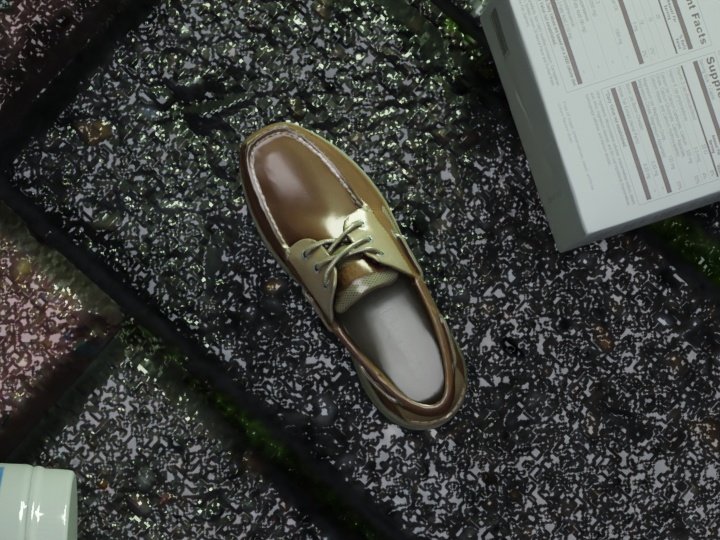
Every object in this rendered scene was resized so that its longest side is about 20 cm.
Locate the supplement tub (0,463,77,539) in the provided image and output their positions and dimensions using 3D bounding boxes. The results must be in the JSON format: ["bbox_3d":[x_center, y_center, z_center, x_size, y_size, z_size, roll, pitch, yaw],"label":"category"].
[{"bbox_3d":[-0.260,0.170,1.664,0.199,0.132,0.132,1,88,-3],"label":"supplement tub"}]

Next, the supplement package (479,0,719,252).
[{"bbox_3d":[0.188,-0.114,1.683,0.200,0.152,0.151,-18,88,-3],"label":"supplement package"}]

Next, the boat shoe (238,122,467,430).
[{"bbox_3d":[0.000,0.000,1.710,0.076,0.072,0.200,-36,90,-4],"label":"boat shoe"}]
